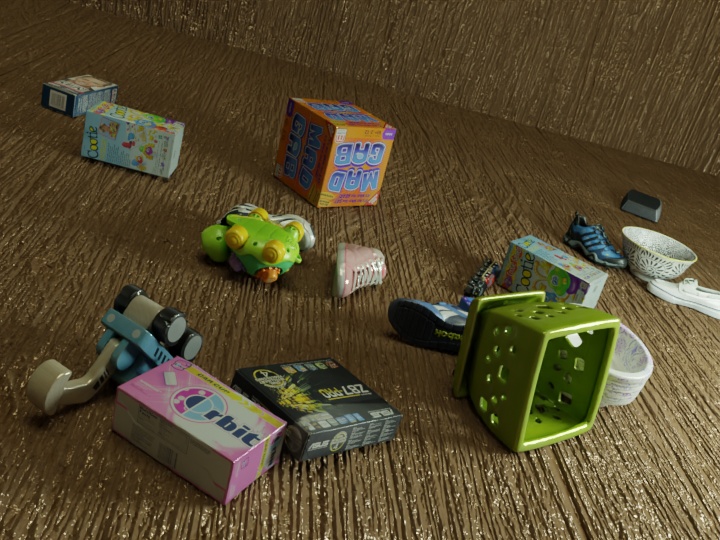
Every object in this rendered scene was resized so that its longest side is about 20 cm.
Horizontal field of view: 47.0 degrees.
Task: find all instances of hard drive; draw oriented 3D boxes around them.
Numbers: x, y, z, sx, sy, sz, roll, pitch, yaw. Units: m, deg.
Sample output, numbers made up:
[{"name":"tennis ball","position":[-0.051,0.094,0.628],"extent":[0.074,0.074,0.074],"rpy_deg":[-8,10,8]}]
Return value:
[{"name":"hard drive","position":[0.942,-0.221,2.766],"extent":[0.133,0.043,0.200],"rpy_deg":[23,24,15]}]

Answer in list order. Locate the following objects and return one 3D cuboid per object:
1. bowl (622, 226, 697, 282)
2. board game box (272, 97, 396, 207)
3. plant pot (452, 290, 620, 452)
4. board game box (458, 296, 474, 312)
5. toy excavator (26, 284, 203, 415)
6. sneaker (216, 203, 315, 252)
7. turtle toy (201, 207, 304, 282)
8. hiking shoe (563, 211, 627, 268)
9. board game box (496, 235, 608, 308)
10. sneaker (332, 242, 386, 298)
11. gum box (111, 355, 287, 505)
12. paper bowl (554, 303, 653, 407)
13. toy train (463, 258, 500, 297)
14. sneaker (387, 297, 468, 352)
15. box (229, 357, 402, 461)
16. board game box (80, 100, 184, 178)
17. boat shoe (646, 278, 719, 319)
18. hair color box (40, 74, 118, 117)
[{"name":"bowl","position":[0.756,-0.028,2.143],"extent":[0.196,0.096,0.202],"rpy_deg":[13,23,-6]},{"name":"board game box","position":[-0.066,-0.291,2.039],"extent":[0.197,0.204,0.199],"rpy_deg":[-6,31,-42]},{"name":"plant pot","position":[0.265,0.142,1.313],"extent":[0.197,0.204,0.180],"rpy_deg":[-5,23,-39]},{"name":"board game box","position":[0.300,0.113,1.582],"extent":[0.196,0.046,0.153],"rpy_deg":[6,25,-25]},{"name":"toy excavator","position":[-0.321,0.120,1.090],"extent":[0.098,0.202,0.195],"rpy_deg":[24,-20,22]},{"name":"sneaker","position":[-0.196,-0.073,1.621],"extent":[0.196,0.081,0.129],"rpy_deg":[25,26,19]},{"name":"turtle toy","position":[-0.200,-0.044,1.522],"extent":[0.196,0.103,0.146],"rpy_deg":[20,25,9]},{"name":"hiking shoe","position":[0.617,-0.075,2.162],"extent":[0.073,0.088,0.199],"rpy_deg":[-5,31,-41]},{"name":"board game box","position":[0.414,0.018,1.795],"extent":[0.198,0.105,0.104],"rpy_deg":[31,27,30]},{"name":"sneaker","position":[0.000,0.000,1.591],"extent":[0.102,0.077,0.201],"rpy_deg":[10,19,-1]},{"name":"gum box","position":[-0.206,0.191,1.035],"extent":[0.197,0.067,0.113],"rpy_deg":[27,26,21]},{"name":"paper bowl","position":[0.400,0.158,1.453],"extent":[0.196,0.106,0.202],"rpy_deg":[18,30,-11]},{"name":"toy train","position":[0.269,0.016,1.793],"extent":[0.045,0.035,0.200],"rpy_deg":[26,25,13]},{"name":"sneaker","position":[0.138,0.095,1.484],"extent":[0.196,0.075,0.083],"rpy_deg":[20,20,-12]},{"name":"box","position":[-0.061,0.186,1.144],"extent":[0.160,0.050,0.198],"rpy_deg":[36,21,35]},{"name":"board game box","position":[-0.507,-0.294,1.852],"extent":[0.195,0.107,0.103],"rpy_deg":[15,23,-6]},{"name":"boat shoe","position":[0.810,0.050,2.038],"extent":[0.196,0.068,0.074],"rpy_deg":[20,23,8]},{"name":"hair color box","position":[-0.723,-0.454,2.141],"extent":[0.098,0.062,0.200],"rpy_deg":[20,23,8]}]
